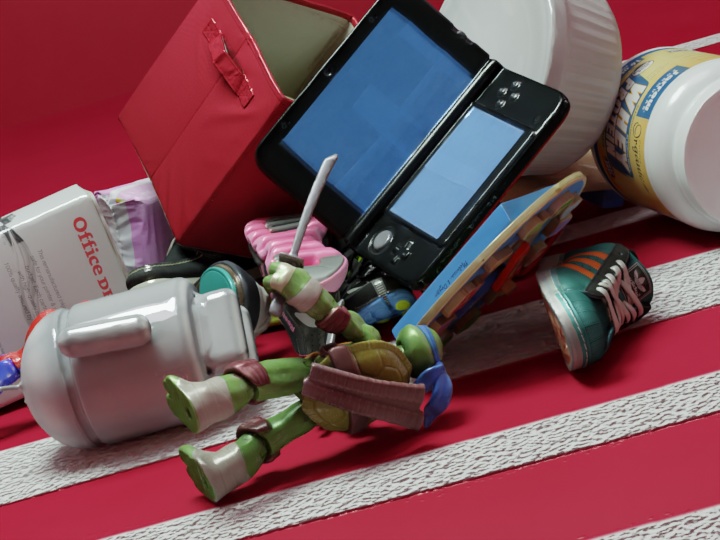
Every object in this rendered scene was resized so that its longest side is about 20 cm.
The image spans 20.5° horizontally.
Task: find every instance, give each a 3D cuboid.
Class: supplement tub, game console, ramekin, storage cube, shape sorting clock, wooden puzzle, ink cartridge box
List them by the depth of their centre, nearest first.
[{"bbox_3d":[0.102,0.002,1.510,0.200,0.039,0.200,-41,-13,-11],"label":"shape sorting clock"},{"bbox_3d":[0.040,-0.111,1.616,0.200,0.119,0.172,-51,32,-3],"label":"game console"},{"bbox_3d":[0.290,-0.112,1.686,0.144,0.146,0.200,-19,14,-10],"label":"supplement tub"},{"bbox_3d":[0.145,-0.175,1.739,0.094,0.204,0.202,8,0,-30],"label":"ramekin"},{"bbox_3d":[-0.307,0.030,1.782,0.199,0.146,0.083,-24,14,-10],"label":"ink cartridge box"},{"bbox_3d":[-0.082,-0.130,1.804,0.199,0.172,0.180,11,-51,-44],"label":"storage cube"},{"bbox_3d":[0.168,-0.095,1.857,0.199,0.047,0.185,-11,26,-34],"label":"wooden puzzle"}]

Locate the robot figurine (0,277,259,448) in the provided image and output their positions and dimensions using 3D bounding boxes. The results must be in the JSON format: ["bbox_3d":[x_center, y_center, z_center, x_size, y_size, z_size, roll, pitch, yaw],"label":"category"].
[{"bbox_3d":[-0.182,0.074,1.568,0.198,0.114,0.170,-15,-26,6],"label":"robot figurine"}]

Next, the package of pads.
[{"bbox_3d":[-0.164,-0.038,1.918,0.075,0.122,0.199,8,19,39],"label":"package of pads"}]

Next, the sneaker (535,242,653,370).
[{"bbox_3d":[0.177,0.016,1.472,0.079,0.072,0.200,-18,12,9],"label":"sneaker"}]

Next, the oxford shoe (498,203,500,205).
[{"bbox_3d":[0.038,-0.043,1.867,0.198,0.071,0.074,-12,17,17],"label":"oxford shoe"}]

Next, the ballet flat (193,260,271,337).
[{"bbox_3d":[-0.117,0.035,1.696,0.073,0.074,0.200,-24,-2,-30],"label":"ballet flat"}]

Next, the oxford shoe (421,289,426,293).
[{"bbox_3d":[0.066,-0.021,1.689,0.073,0.071,0.200,-50,13,11],"label":"oxford shoe"}]

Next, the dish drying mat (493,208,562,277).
[{"bbox_3d":[0.081,-0.035,1.782,0.199,0.018,0.077,13,52,39],"label":"dish drying mat"}]

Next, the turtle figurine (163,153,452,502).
[{"bbox_3d":[-0.053,0.064,1.416,0.193,0.201,0.144,-26,-18,-22],"label":"turtle figurine"}]

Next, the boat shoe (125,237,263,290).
[{"bbox_3d":[-0.155,-0.006,1.798,0.071,0.068,0.200,-22,-4,28],"label":"boat shoe"}]

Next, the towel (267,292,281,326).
[{"bbox_3d":[-0.142,0.049,1.830,0.198,0.018,0.086,-11,18,20],"label":"towel"}]

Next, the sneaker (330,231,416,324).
[{"bbox_3d":[0.000,0.000,1.714,0.070,0.083,0.200,-17,15,-3],"label":"sneaker"}]

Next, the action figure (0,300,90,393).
[{"bbox_3d":[-0.289,0.108,1.695,0.200,0.099,0.065,-39,17,2],"label":"action figure"}]

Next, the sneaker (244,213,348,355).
[{"bbox_3d":[-0.052,0.012,1.689,0.078,0.096,0.200,-9,21,-4],"label":"sneaker"}]
